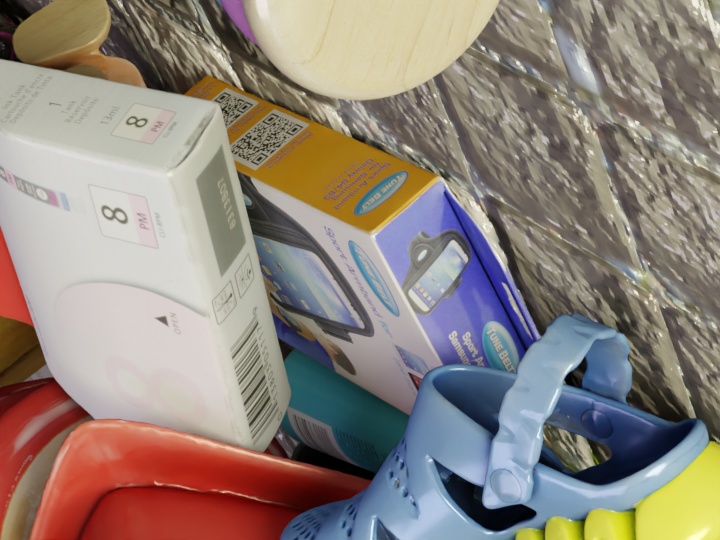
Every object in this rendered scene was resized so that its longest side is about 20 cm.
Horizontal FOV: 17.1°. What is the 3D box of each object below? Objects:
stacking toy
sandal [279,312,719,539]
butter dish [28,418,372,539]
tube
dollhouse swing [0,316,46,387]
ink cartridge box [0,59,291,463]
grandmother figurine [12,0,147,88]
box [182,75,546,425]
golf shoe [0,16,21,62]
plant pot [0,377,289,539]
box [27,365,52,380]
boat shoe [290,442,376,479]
[{"bbox_3d":[-0.040,-0.126,0.714,0.200,0.085,0.086,41,163,47],"label":"stacking toy"},{"bbox_3d":[0.045,0.070,0.849,0.200,0.079,0.087,-22,99,39],"label":"sandal"},{"bbox_3d":[-0.047,0.185,0.935,0.199,0.201,0.148,15,-164,-8],"label":"butter dish"},{"bbox_3d":[0.034,0.074,0.995,0.077,0.051,0.200,22,179,-35],"label":"tube"},{"bbox_3d":[-0.233,-0.021,1.299,0.200,0.182,0.176,48,149,4],"label":"dollhouse swing"},{"bbox_3d":[-0.133,-0.011,0.973,0.199,0.057,0.163,10,137,23],"label":"ink cartridge box"},{"bbox_3d":[-0.092,-0.029,1.054,0.060,0.122,0.200,-4,149,18],"label":"grandmother figurine"},{"bbox_3d":[0.000,0.000,0.935,0.200,0.041,0.119,30,154,55],"label":"box"},{"bbox_3d":[-0.175,-0.080,1.160,0.200,0.072,0.092,50,164,26],"label":"golf shoe"},{"bbox_3d":[-0.125,0.145,1.111,0.201,0.200,0.182,52,155,-10],"label":"plant pot"},{"bbox_3d":[-0.266,0.081,1.604,0.107,0.152,0.200,57,163,-27],"label":"box"},{"bbox_3d":[0.026,0.122,1.056,0.071,0.070,0.201,35,176,-32],"label":"boat shoe"}]
